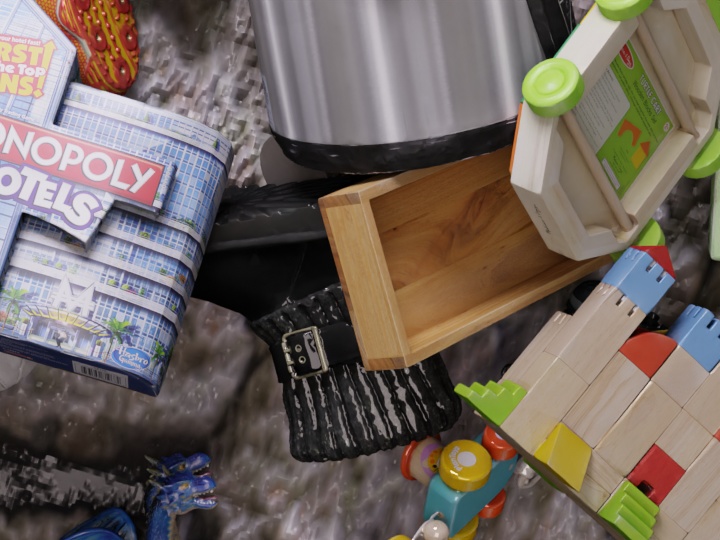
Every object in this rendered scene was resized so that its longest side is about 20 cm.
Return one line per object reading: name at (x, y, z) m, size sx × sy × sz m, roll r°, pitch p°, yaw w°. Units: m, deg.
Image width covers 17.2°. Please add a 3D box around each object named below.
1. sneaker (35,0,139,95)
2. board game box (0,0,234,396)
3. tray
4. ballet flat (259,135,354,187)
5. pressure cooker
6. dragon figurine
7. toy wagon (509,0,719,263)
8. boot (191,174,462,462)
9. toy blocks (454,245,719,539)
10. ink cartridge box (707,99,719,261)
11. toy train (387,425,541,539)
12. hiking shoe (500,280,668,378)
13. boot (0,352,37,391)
sneaker at (-0.200, -0.183, 1.399) m, size 0.077 × 0.073 × 0.200 m, roll -33°, pitch 93°, yaw 29°
board game box at (-0.177, -0.056, 1.312) m, size 0.199 × 0.062 × 0.201 m, roll 16°, pitch 73°, yaw 0°
tray at (0.065, -0.023, 1.349) m, size 0.037 × 0.200 × 0.099 m, roll -7°, pitch 102°, yaw 44°
ballet flat at (0.000, 0.000, 1.422) m, size 0.067 × 0.046 × 0.201 m, roll -19°, pitch 101°, yaw 34°
pressure cooker at (0.019, -0.169, 1.314) m, size 0.178 × 0.176 × 0.201 m, roll -24°, pitch 113°, yaw -38°
dragon figurine at (-0.160, 0.181, 1.446) m, size 0.199 × 0.059 × 0.100 m, roll -24°, pitch 96°, yaw 16°
toy wagon at (0.159, -0.101, 1.320) m, size 0.040 × 0.155 × 0.200 m, roll 23°, pitch 68°, yaw 38°
boot at (-0.052, 0.034, 1.389) m, size 0.210 × 0.079 × 0.158 m, roll -5°, pitch 109°, yaw 32°
toy blocks at (0.166, 0.078, 1.332) m, size 0.200 × 0.100 × 0.137 m, roll 42°, pitch 85°, yaw -15°
ink cartridge box at (0.307, -0.075, 1.395) m, size 0.199 × 0.048 × 0.146 m, roll 3°, pitch 98°, yaw 5°
toy train at (0.033, 0.167, 1.414) m, size 0.056 × 0.150 × 0.200 m, roll 34°, pitch 91°, yaw 21°
hiking shoe at (0.186, 0.096, 1.421) m, size 0.200 × 0.074 × 0.087 m, roll 42°, pitch 107°, yaw 5°
boot at (-0.201, 0.006, 1.380) m, size 0.200 × 0.074 × 0.096 m, roll -35°, pitch 113°, yaw -15°
